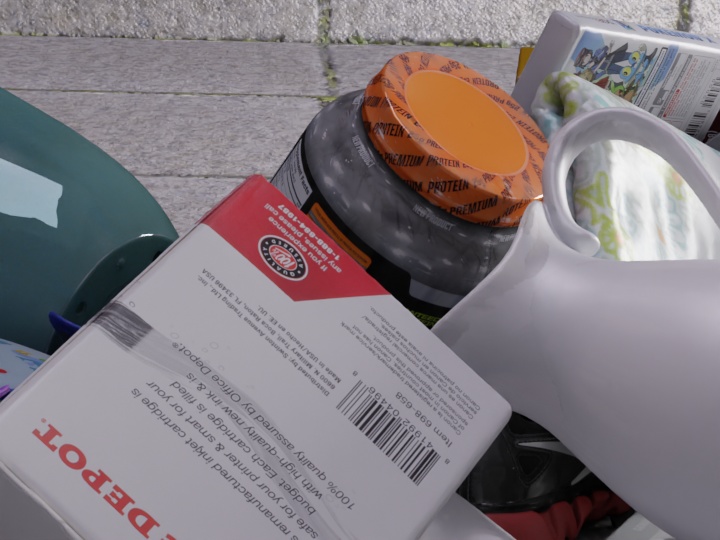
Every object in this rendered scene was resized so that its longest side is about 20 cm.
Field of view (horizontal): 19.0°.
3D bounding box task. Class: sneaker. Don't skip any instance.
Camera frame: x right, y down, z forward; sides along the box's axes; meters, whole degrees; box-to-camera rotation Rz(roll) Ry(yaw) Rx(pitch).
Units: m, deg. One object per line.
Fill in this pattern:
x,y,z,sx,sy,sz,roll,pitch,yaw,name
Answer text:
0.098,0.079,1.048,0.071,0.099,0.200,-1,8,34,sneaker

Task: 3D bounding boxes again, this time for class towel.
0.155,0.017,1.045,0.048,0.201,0.171,-24,-34,36,towel

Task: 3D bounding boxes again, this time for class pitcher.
0.145,0.026,0.902,0.199,0.172,0.121,22,-18,17,pitcher

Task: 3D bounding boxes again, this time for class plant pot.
-0.184,0.012,1.120,0.160,0.202,0.200,23,21,26,plant pot

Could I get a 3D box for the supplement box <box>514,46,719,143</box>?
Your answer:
0.188,-0.026,1.300,0.199,0.198,0.133,4,13,4,supplement box

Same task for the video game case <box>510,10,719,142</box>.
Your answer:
0.112,-0.039,1.147,0.022,0.201,0.182,38,22,30,video game case

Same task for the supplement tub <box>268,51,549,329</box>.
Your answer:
0.000,0.000,1.030,0.122,0.200,0.123,25,35,-19,supplement tub

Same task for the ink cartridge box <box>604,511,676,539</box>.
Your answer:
0.178,0.146,0.886,0.173,0.044,0.200,5,10,23,ink cartridge box

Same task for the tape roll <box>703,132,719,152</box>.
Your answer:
0.255,0.006,1.169,0.199,0.202,0.066,8,14,24,tape roll

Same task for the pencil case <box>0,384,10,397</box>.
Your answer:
-0.205,0.066,0.808,0.084,0.086,0.200,-26,-15,-43,pencil case

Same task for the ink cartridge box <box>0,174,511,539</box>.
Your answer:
-0.054,0.077,0.814,0.144,0.084,0.200,42,41,2,ink cartridge box

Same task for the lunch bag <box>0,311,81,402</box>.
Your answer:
-0.131,0.091,0.950,0.199,0.128,0.170,12,3,-31,lunch bag

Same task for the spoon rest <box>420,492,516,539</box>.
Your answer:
0.039,0.133,0.900,0.099,0.061,0.200,-1,12,-23,spoon rest
